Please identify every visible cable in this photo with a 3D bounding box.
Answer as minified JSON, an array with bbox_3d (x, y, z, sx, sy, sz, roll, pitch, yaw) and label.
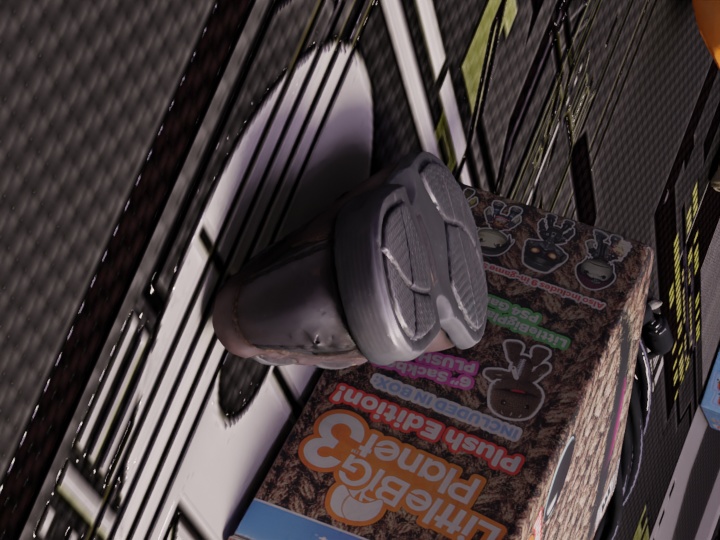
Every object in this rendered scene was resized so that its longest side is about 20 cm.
[{"bbox_3d":[0.147,0.091,1.487,0.164,0.050,0.201,85,28,-57],"label":"cable"}]

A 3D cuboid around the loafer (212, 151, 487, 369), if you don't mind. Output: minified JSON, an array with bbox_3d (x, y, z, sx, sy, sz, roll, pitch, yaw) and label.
[{"bbox_3d":[0.000,0.000,0.845,0.200,0.062,0.073,-16,93,-78],"label":"loafer"}]

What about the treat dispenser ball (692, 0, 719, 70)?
[{"bbox_3d":[0.285,-0.171,1.382,0.201,0.199,0.202,19,90,-76],"label":"treat dispenser ball"}]

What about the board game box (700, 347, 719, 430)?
[{"bbox_3d":[0.369,0.048,2.288,0.151,0.036,0.201,44,65,-74],"label":"board game box"}]

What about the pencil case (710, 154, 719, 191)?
[{"bbox_3d":[0.324,-0.135,1.805,0.089,0.077,0.201,172,-62,-78],"label":"pencil case"}]

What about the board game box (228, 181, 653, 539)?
[{"bbox_3d":[0.033,0.095,0.971,0.160,0.096,0.201,92,22,-48],"label":"board game box"}]
